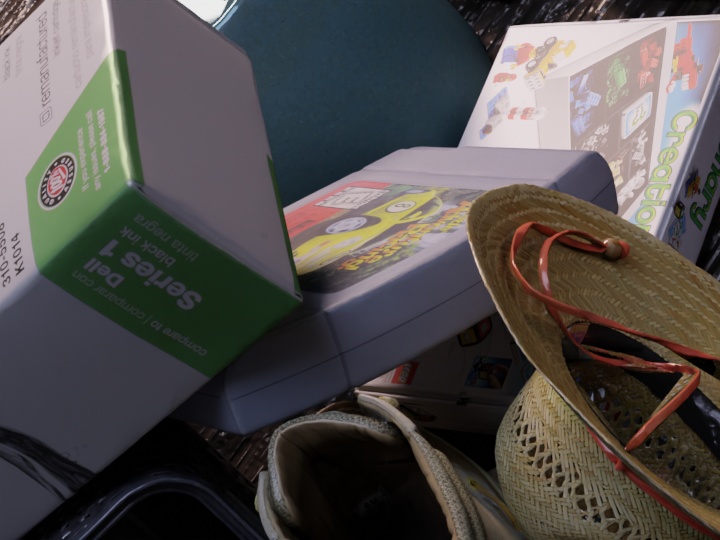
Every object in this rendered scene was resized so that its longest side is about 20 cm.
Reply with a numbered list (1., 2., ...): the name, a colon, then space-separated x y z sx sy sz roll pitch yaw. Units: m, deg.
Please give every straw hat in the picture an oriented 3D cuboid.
1. straw hat: 0.097 0.066 0.661 0.085 0.201 0.201 -53 40 25

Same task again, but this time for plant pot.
1. plant pot: -0.053 -0.093 0.892 0.200 0.135 0.200 -18 50 23

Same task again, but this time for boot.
1. boot: 0.009 0.088 0.676 0.072 0.155 0.200 -42 46 0

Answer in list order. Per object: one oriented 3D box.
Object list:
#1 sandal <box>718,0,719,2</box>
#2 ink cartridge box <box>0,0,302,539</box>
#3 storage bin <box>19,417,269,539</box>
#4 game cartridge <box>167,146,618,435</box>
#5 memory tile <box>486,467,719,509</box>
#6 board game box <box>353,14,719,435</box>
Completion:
1. sandal: 0.170 -0.136 0.820 0.200 0.076 0.043 5 59 48
2. ink cartridge box: -0.126 0.005 0.679 0.200 0.084 0.146 -40 38 21
3. storage bin: -0.108 0.164 0.718 0.200 0.135 0.094 -44 24 0
4. game cartridge: 0.000 0.000 0.727 0.200 0.041 0.133 -30 25 -33
5. memory tile: 0.074 0.140 0.715 0.200 0.017 0.153 -7 55 30
6. board game box: 0.088 -0.022 0.808 0.126 0.035 0.200 4 60 41
